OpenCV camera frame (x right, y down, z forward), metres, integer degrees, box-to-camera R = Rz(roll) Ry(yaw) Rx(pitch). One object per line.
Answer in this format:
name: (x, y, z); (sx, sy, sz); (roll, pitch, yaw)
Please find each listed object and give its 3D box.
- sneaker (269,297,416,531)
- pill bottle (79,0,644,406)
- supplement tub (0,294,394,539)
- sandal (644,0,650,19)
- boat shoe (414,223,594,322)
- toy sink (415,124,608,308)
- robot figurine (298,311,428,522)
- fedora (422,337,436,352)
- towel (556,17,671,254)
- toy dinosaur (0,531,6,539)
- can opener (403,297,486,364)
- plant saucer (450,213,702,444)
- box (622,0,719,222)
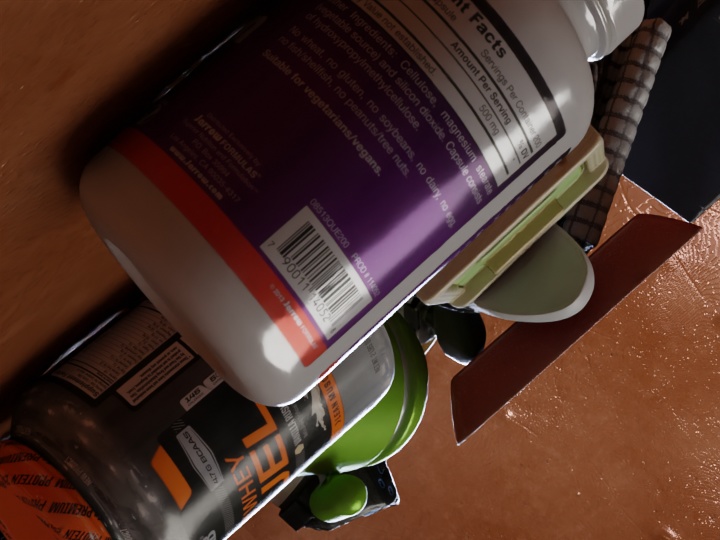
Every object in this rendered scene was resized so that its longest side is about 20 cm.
sneaker: (0.008, 0.111, 1.321); (0.200, 0.112, 0.073); (-40, -178, -19)
pill bottle: (0.004, -0.053, 0.651); (0.200, 0.113, 0.112); (-42, 175, -10)
supplement tub: (-0.089, 0.073, 0.916); (0.200, 0.123, 0.123); (-40, 174, -26)
sandal: (0.166, -0.162, 1.366); (0.200, 0.043, 0.076); (-45, 175, 18)
boat shoe: (0.066, -0.007, 1.137); (0.057, 0.199, 0.069); (39, 72, -51)
toy sink: (0.063, -0.058, 1.042); (0.130, 0.112, 0.200); (-43, 175, 5)
robot figurine: (-0.038, 0.071, 1.141); (0.115, 0.176, 0.199); (-17, 168, 39)
fedora: (-0.005, 0.043, 1.452); (0.201, 0.082, 0.201); (-43, -168, 11)
towel: (0.134, -0.084, 1.230); (0.200, 0.085, 0.166); (80, 29, -85)
toy dinosaur: (-0.201, 0.163, 1.139); (0.136, 0.102, 0.201); (-69, -175, -67)
can opener: (0.063, -0.016, 1.227); (0.053, 0.067, 0.201); (-39, 147, -28)
plant saucer: (0.133, 0.031, 1.194); (0.199, 0.037, 0.200); (-42, 174, 4)
box: (0.281, -0.180, 1.377); (0.198, 0.123, 0.200); (-48, -168, 44)
